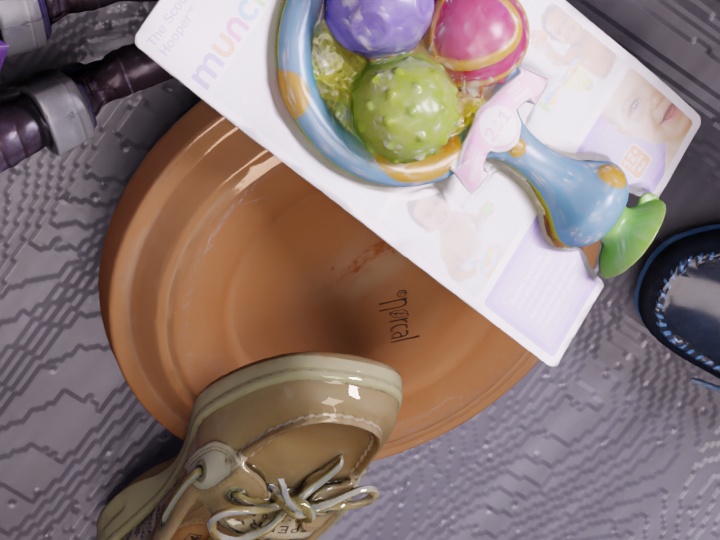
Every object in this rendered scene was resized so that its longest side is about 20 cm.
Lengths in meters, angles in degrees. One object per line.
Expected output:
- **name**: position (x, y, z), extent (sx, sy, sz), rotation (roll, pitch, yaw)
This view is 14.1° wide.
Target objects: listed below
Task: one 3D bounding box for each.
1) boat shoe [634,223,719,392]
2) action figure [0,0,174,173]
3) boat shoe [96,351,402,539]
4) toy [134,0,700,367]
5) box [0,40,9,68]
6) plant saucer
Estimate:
- **boat shoe**: position (0.210, 0.030, 1.162), extent (0.199, 0.069, 0.084), rotation (12, 110, -12)
- **action figure**: position (-0.059, -0.103, 1.078), extent (0.199, 0.069, 0.131), rotation (-17, 106, -4)
- **boat shoe**: position (-0.042, 0.093, 1.108), extent (0.073, 0.063, 0.200), rotation (13, 147, -22)
- **toy**: position (0.033, -0.068, 1.032), extent (0.200, 0.047, 0.115), rotation (38, 74, -21)
- **box**: position (-0.224, -0.024, 1.067), extent (0.137, 0.039, 0.201), rotation (30, 109, 17)
- **plant saucer**: position (0.000, 0.000, 1.110), extent (0.199, 0.032, 0.201), rotation (-11, 131, -13)
